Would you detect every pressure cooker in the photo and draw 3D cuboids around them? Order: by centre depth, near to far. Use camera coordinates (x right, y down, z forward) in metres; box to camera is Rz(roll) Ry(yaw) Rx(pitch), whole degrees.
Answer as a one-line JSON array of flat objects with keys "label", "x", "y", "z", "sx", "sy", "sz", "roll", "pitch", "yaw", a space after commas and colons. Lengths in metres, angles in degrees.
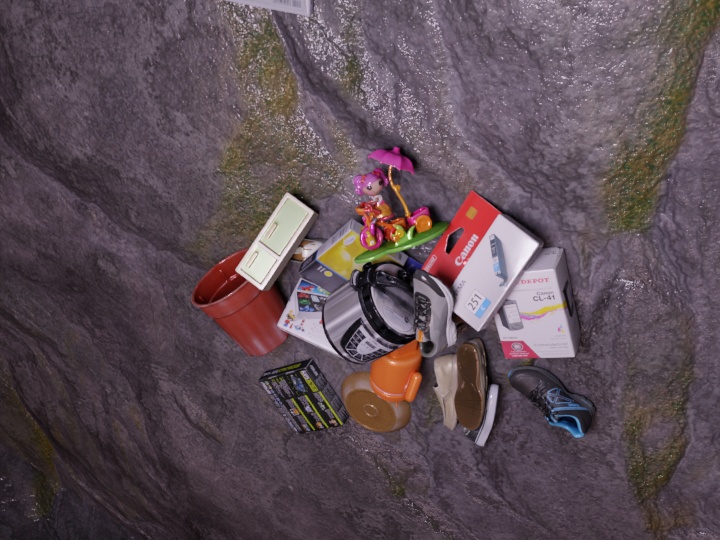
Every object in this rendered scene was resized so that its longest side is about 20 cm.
[{"label": "pressure cooker", "x": 0.037, "y": 0.078, "z": 1.338, "sx": 0.199, "sy": 0.174, "sz": 0.181, "roll": -33, "pitch": 75, "yaw": 39}]

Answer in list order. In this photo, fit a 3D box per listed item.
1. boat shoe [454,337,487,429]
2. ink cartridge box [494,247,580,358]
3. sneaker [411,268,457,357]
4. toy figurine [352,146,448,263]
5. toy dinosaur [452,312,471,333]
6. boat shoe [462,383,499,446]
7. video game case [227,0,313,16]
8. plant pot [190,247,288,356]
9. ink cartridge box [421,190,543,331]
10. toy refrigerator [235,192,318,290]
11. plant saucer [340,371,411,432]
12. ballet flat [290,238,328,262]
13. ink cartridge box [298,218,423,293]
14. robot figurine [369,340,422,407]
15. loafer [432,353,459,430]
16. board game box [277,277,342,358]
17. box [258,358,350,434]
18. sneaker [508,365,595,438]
[{"label": "boat shoe", "x": 0.248, "y": 0.248, "z": 1.454, "sx": 0.071, "sy": 0.065, "sz": 0.204, "roll": 6, "pitch": 106, "yaw": 35}, {"label": "ink cartridge box", "x": 0.336, "y": 0.067, "z": 1.295, "sx": 0.145, "sy": 0.086, "sz": 0.202, "roll": -5, "pitch": 119, "yaw": 31}, {"label": "sneaker", "x": 0.130, "y": 0.084, "z": 1.242, "sx": 0.073, "sy": 0.079, "sz": 0.202, "roll": 26, "pitch": 144, "yaw": 43}, {"label": "toy figurine", "x": 0.049, "y": -0.136, "z": 1.270, "sx": 0.197, "sy": 0.150, "sz": 0.187, "roll": -22, "pitch": 101, "yaw": -7}, {"label": "toy dinosaur", "x": 0.208, "y": 0.083, "z": 1.366, "sx": 0.198, "sy": 0.086, "sz": 0.137, "roll": -13, "pitch": 116, "yaw": 44}, {"label": "boat shoe", "x": 0.272, "y": 0.332, "z": 1.526, "sx": 0.070, "sy": 0.072, "sz": 0.202, "roll": 16, "pitch": 131, "yaw": 12}, {"label": "video game case", "x": -0.173, "y": -0.562, "z": 1.175, "sx": 0.197, "sy": 0.022, "sz": 0.184, "roll": 18, "pitch": 129, "yaw": 19}, {"label": "plant pot", "x": -0.266, "y": 0.086, "z": 1.583, "sx": 0.198, "sy": 0.202, "sz": 0.197, "roll": -11, "pitch": 125, "yaw": 34}, {"label": "ink cartridge box", "x": 0.215, "y": -0.020, "z": 1.245, "sx": 0.176, "sy": 0.044, "sz": 0.202, "roll": 40, "pitch": 111, "yaw": 23}, {"label": "toy refrigerator", "x": -0.178, "y": -0.061, "z": 1.425, "sx": 0.075, "sy": 0.070, "sz": 0.201, "roll": 35, "pitch": 94, "yaw": 5}, {"label": "plant saucer", "x": 0.032, "y": 0.347, "z": 1.695, "sx": 0.197, "sy": 0.036, "sz": 0.203, "roll": 14, "pitch": 127, "yaw": 19}, {"label": "ballet flat", "x": -0.129, "y": -0.040, "z": 1.483, "sx": 0.197, "sy": 0.063, "sz": 0.069, "roll": 9, "pitch": 100, "yaw": 25}, {"label": "ink cartridge box", "x": 0.000, "y": 0.000, "z": 1.420, "sx": 0.199, "sy": 0.047, "sz": 0.197, "roll": 34, "pitch": 134, "yaw": -20}, {"label": "robot figurine", "x": 0.081, "y": 0.220, "z": 1.523, "sx": 0.142, "sy": 0.117, "sz": 0.202, "roll": 19, "pitch": 130, "yaw": 15}, {"label": "loafer", "x": 0.203, "y": 0.274, "z": 1.528, "sx": 0.067, "sy": 0.076, "sz": 0.203, "roll": 9, "pitch": 117, "yaw": 24}, {"label": "board game box", "x": -0.077, "y": 0.114, "z": 1.531, "sx": 0.197, "sy": 0.128, "sz": 0.035, "roll": 24, "pitch": 165, "yaw": 12}, {"label": "box", "x": -0.153, "y": 0.344, "z": 1.790, "sx": 0.191, "sy": 0.048, "sz": 0.202, "roll": -21, "pitch": 109, "yaw": 35}, {"label": "sneaker", "x": 0.402, "y": 0.275, "z": 1.407, "sx": 0.198, "sy": 0.082, "sz": 0.074, "roll": 29, "pitch": 133, "yaw": 10}]
